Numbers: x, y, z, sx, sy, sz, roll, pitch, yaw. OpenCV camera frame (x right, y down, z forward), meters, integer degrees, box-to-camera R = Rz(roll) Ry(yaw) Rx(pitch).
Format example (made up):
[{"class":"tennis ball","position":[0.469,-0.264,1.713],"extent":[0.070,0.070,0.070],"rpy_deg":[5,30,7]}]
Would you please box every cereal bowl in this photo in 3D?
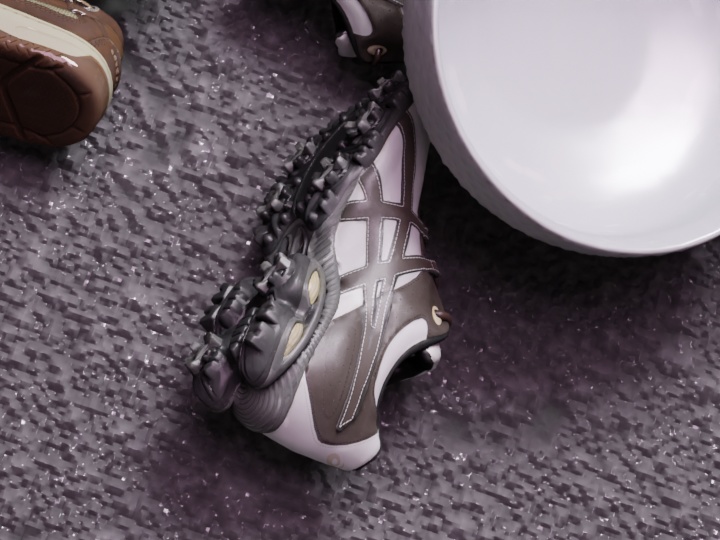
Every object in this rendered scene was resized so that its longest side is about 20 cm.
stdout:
[{"class":"cereal bowl","position":[0.105,-0.104,1.160],"extent":[0.199,0.083,0.201],"rpy_deg":[1,88,-22]}]

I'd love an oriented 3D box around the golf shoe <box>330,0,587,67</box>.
[{"class":"golf shoe","position":[0.037,-0.127,1.235],"extent":[0.200,0.095,0.078],"rpy_deg":[36,21,-16]}]

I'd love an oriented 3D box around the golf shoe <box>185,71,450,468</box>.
[{"class":"golf shoe","position":[0.000,0.000,1.155],"extent":[0.094,0.078,0.200],"rpy_deg":[39,56,-18]}]

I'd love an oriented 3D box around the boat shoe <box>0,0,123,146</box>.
[{"class":"boat shoe","position":[-0.202,-0.119,1.182],"extent":[0.202,0.075,0.075],"rpy_deg":[23,41,-1]}]
